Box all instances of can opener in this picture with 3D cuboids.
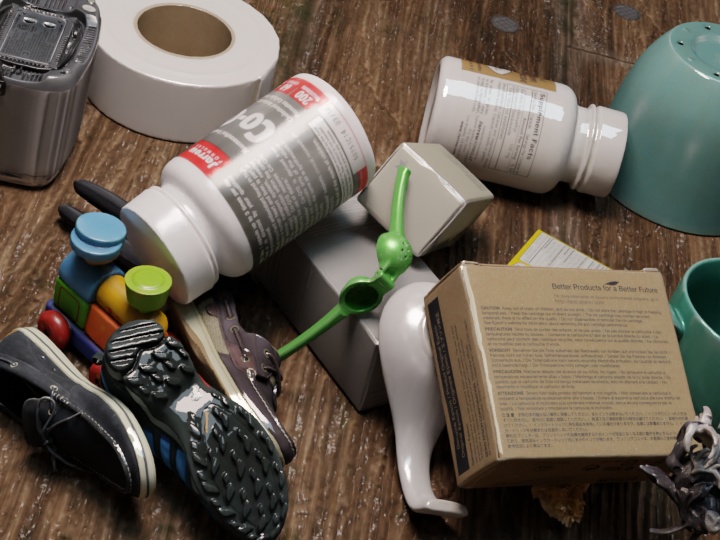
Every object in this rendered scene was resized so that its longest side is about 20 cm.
[{"bbox_3d":[-0.188,-0.019,1.535,0.199,0.079,0.064,25,77,16],"label":"can opener"}]

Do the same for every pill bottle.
[{"bbox_3d":[-0.095,-0.068,1.450,0.199,0.114,0.114,-36,58,-20],"label":"pill bottle"},{"bbox_3d":[0.165,-0.141,1.759,0.198,0.115,0.115,13,37,-4],"label":"pill bottle"}]

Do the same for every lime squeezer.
[{"bbox_3d":[0.000,0.000,1.432,0.070,0.038,0.201,27,78,34],"label":"lime squeezer"}]

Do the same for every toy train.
[{"bbox_3d":[-0.173,0.048,1.394,0.084,0.116,0.200,-25,53,-40],"label":"toy train"}]

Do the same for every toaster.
[{"bbox_3d":[-0.310,-0.169,1.607,0.113,0.130,0.201,11,37,-5],"label":"toaster"}]

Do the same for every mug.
[{"bbox_3d":[0.319,0.074,1.536,0.184,0.115,0.152,28,36,8],"label":"mug"}]

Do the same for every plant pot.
[{"bbox_3d":[0.360,-0.162,1.819,0.199,0.162,0.201,10,38,-8],"label":"plant pot"}]

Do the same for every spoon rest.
[{"bbox_3d":[0.056,0.105,1.407,0.099,0.061,0.202,14,64,-26],"label":"spoon rest"}]

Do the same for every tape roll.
[{"bbox_3d":[-0.184,-0.216,1.763,0.201,0.071,0.203,10,37,-8],"label":"tape roll"}]

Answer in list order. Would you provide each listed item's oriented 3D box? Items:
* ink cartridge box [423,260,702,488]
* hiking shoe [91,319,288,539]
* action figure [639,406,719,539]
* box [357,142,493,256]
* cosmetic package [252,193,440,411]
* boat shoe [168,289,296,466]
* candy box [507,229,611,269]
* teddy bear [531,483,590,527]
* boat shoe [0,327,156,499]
[{"bbox_3d":[0.162,0.085,1.387,0.198,0.075,0.166,2,65,-27],"label":"ink cartridge box"},{"bbox_3d":[-0.128,0.128,1.335,0.074,0.087,0.201,-34,87,-27],"label":"hiking shoe"},{"bbox_3d":[0.292,0.141,1.312,0.118,0.201,0.102,28,15,-6],"label":"action figure"},{"bbox_3d":[0.063,-0.067,1.581,0.082,0.068,0.200,44,11,7],"label":"box"},{"bbox_3d":[-0.001,0.021,1.521,0.106,0.091,0.200,-11,48,-30],"label":"cosmetic package"},{"bbox_3d":[-0.095,0.081,1.411,0.064,0.072,0.200,-26,44,-13],"label":"boat shoe"},{"bbox_3d":[0.168,0.036,1.609,0.102,0.027,0.200,31,40,13],"label":"candy box"},{"bbox_3d":[0.180,0.127,1.455,0.199,0.067,0.145,-26,65,-42],"label":"teddy bear"},{"bbox_3d":[-0.228,0.116,1.329,0.062,0.075,0.200,-27,50,-35],"label":"boat shoe"}]
